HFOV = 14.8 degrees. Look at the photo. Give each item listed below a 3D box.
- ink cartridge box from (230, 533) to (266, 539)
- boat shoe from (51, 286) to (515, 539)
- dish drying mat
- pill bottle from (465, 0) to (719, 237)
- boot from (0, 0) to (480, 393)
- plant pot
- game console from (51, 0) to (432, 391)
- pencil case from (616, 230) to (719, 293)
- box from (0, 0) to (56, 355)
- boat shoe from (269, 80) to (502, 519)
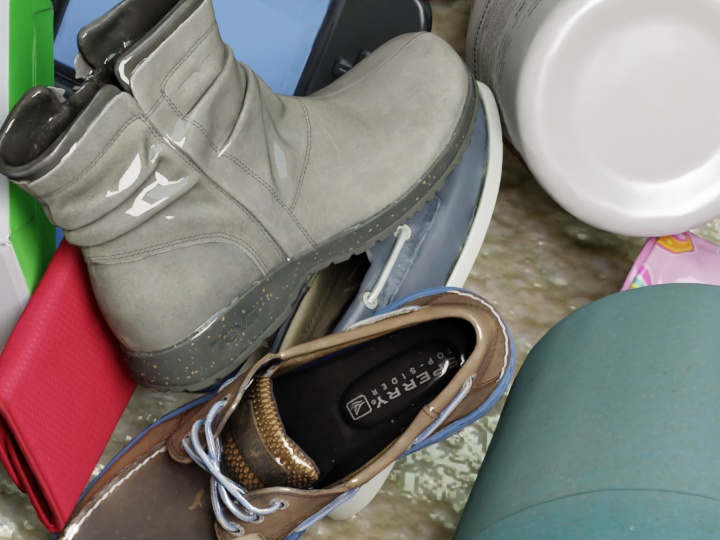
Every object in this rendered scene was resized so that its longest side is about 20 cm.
[{"bbox_3d":[-0.074,0.181,0.857,0.199,0.075,0.165,-18,38,-27],"label":"ink cartridge box"},{"bbox_3d":[-0.035,0.065,1.029,0.200,0.072,0.072,-35,80,-1],"label":"boat shoe"},{"bbox_3d":[-0.095,0.001,1.072,0.018,0.077,0.200,3,47,23],"label":"dish drying mat"},{"bbox_3d":[0.106,-0.092,1.204,0.114,0.115,0.200,6,14,-9],"label":"pill bottle"},{"bbox_3d":[-0.040,-0.060,1.040,0.068,0.131,0.200,14,50,44],"label":"boot"},{"bbox_3d":[0.111,0.118,1.001,0.200,0.201,0.196,16,36,1],"label":"plant pot"},{"bbox_3d":[-0.097,-0.074,1.181,0.200,0.171,0.118,27,19,11],"label":"game console"},{"bbox_3d":[0.192,0.058,1.145,0.200,0.088,0.087,29,46,11],"label":"pencil case"},{"bbox_3d":[-0.214,-0.052,1.092,0.176,0.097,0.200,-8,52,2],"label":"box"},{"bbox_3d":[0.000,0.000,1.121,0.062,0.075,0.201,30,69,-25],"label":"boat shoe"}]
